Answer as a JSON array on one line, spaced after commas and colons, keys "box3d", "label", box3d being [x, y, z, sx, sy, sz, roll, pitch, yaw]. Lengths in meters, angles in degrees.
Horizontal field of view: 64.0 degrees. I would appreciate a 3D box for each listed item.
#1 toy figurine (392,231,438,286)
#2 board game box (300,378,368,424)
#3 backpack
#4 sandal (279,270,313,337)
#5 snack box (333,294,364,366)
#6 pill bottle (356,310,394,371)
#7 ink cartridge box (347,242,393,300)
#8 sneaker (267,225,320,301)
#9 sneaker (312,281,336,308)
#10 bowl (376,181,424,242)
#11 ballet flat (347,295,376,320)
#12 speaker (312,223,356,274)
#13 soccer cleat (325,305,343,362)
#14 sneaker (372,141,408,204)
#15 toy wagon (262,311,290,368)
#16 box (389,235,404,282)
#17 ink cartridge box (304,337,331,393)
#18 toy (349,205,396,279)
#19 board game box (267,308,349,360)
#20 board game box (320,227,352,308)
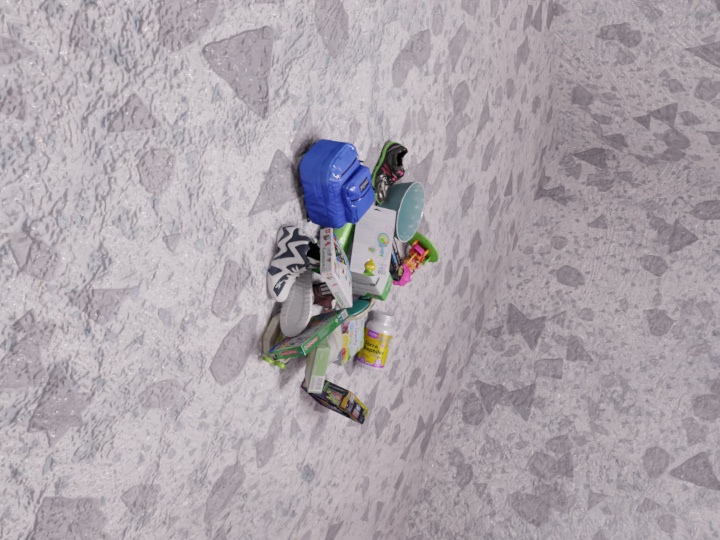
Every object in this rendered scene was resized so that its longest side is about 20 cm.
[{"box3d": [0.169, -0.018, 2.117, 0.184, 0.150, 0.200, -46, 170, -18], "label": "toy figurine"}, {"box3d": [-0.078, 0.407, 1.820, 0.057, 0.164, 0.200, -63, 152, -20], "label": "board game box"}, {"box3d": [-0.056, -0.231, 1.473, 0.163, 0.166, 0.201, -58, 147, -38], "label": "backpack"}, {"box3d": [-0.159, 0.078, 1.530, 0.050, 0.082, 0.205, 56, 43, -72], "label": "sandal"}, {"box3d": [-0.042, 0.188, 1.877, 0.142, 0.053, 0.202, -36, 135, -52], "label": "snack box"}, {"box3d": [0.058, 0.249, 2.050, 0.104, 0.103, 0.202, 7, 100, -63], "label": "pill bottle"}, {"box3d": [0.000, 0.000, 1.738, 0.084, 0.145, 0.200, -66, 154, -21], "label": "ink cartridge box"}, {"box3d": [-0.156, -0.004, 1.456, 0.079, 0.129, 0.201, 6, 101, -61], "label": "sneaker"}, {"box3d": [-0.126, 0.069, 1.638, 0.200, 0.114, 0.076, 116, -38, -71], "label": "sneaker"}, {"box3d": [0.123, -0.203, 1.895, 0.201, 0.104, 0.202, -40, 140, -46], "label": "bowl"}, {"box3d": [0.014, 0.112, 1.817, 0.200, 0.067, 0.063, -47, 133, -46], "label": "ballet flat"}, {"box3d": [-0.072, -0.083, 1.620, 0.202, 0.088, 0.088, -67, 153, -10], "label": "speaker"}, {"box3d": [-0.084, 0.194, 1.776, 0.077, 0.069, 0.202, -3, 117, -34], "label": "soccer cleat"}, {"box3d": [0.093, -0.304, 1.796, 0.077, 0.083, 0.202, 17, 91, -63], "label": "sneaker"}, {"box3d": [-0.201, 0.192, 1.594, 0.156, 0.039, 0.200, -66, 154, -12], "label": "toy wagon"}, {"box3d": [0.042, -0.053, 1.772, 0.046, 0.158, 0.201, -61, 151, -25], "label": "box"}, {"box3d": [-0.129, 0.237, 1.671, 0.200, 0.047, 0.147, -116, -145, -63], "label": "ink cartridge box"}, {"box3d": [0.030, -0.080, 1.620, 0.047, 0.114, 0.202, 148, -48, -65], "label": "toy"}, {"box3d": [-0.135, 0.167, 1.517, 0.200, 0.134, 0.029, -39, 108, -48], "label": "board game box"}, {"box3d": [-0.061, -0.002, 1.487, 0.200, 0.034, 0.127, 65, 20, -58], "label": "board game box"}]
